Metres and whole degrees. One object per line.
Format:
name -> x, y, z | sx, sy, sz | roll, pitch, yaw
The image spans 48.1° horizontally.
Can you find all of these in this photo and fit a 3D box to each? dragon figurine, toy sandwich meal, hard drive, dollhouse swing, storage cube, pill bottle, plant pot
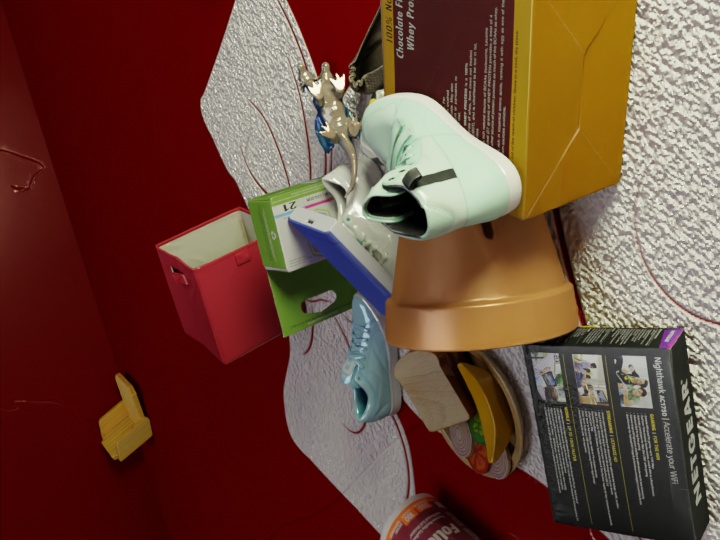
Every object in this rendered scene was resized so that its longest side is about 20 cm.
dragon figurine -> -0.032, -0.194, 1.066 | 0.099, 0.058, 0.203 | 105, 143, -86
toy sandwich meal -> 0.124, 0.175, 1.026 | 0.204, 0.069, 0.209 | 36, 135, 45
hard drive -> 0.000, 0.000, 1.054 | 0.200, 0.025, 0.131 | 46, 170, -27
dollhouse swing -> -0.794, 0.472, 2.632 | 0.199, 0.181, 0.178 | 23, 146, 52
storage cube -> -0.219, 0.020, 1.388 | 0.170, 0.198, 0.183 | 23, 132, 51
pill bottle -> 0.126, 0.411, 1.115 | 0.199, 0.113, 0.116 | 32, 133, 47
plant pot -> 0.115, -0.007, 0.823 | 0.199, 0.197, 0.143 | 2, 100, 58

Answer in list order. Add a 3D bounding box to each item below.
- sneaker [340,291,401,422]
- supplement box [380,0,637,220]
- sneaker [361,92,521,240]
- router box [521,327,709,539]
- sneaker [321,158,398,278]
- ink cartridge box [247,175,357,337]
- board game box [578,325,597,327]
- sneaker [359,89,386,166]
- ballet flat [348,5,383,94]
sneaker -> 0.007, 0.132, 1.184 | 0.073, 0.081, 0.204 | 7, 113, 56
supplement box -> 0.129, -0.184, 0.750 | 0.199, 0.131, 0.201 | 30, 131, 48
sneaker -> 0.033, -0.096, 0.710 | 0.200, 0.117, 0.075 | 39, 140, 43
router box -> 0.248, 0.158, 0.788 | 0.147, 0.051, 0.204 | -1, 107, 39
sneaker -> 0.012, -0.047, 1.067 | 0.202, 0.087, 0.075 | 62, 148, 13
ink cartridge box -> -0.058, -0.022, 1.140 | 0.075, 0.146, 0.204 | 4, 111, 56
board game box -> 0.238, 0.159, 0.872 | 0.095, 0.030, 0.204 | -6, 99, 60
sneaker -> 0.061, -0.149, 0.941 | 0.199, 0.075, 0.078 | 36, 138, 43
ballet flat -> 0.029, -0.275, 0.949 | 0.068, 0.046, 0.200 | 62, 149, 13
